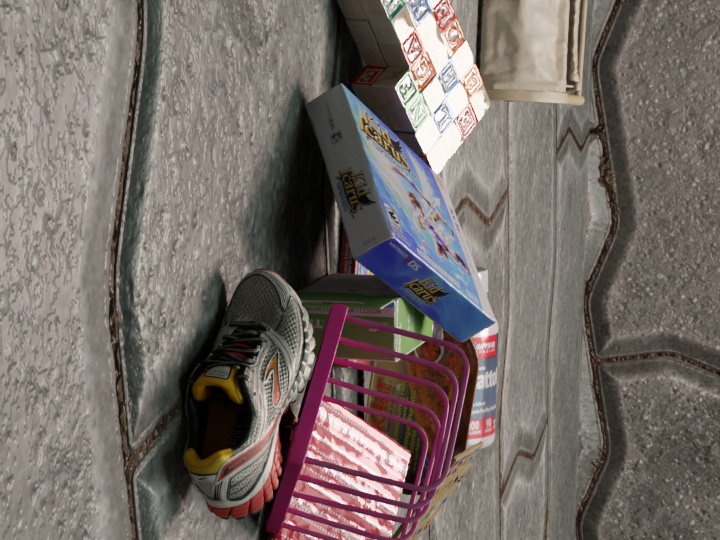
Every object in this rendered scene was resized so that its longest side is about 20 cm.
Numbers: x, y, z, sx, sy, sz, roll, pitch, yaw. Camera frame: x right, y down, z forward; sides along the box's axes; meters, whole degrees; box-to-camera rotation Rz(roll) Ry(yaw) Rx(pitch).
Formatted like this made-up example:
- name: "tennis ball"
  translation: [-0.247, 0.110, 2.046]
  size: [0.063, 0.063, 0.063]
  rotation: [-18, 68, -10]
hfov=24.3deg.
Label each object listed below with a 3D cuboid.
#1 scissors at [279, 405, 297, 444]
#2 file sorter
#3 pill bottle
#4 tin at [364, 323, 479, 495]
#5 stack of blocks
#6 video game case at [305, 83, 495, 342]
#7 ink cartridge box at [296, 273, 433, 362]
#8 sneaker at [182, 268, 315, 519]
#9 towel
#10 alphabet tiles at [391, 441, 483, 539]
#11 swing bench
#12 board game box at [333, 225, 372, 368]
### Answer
- name: "scissors"
  translation: [-0.060, 0.137, 1.510]
  size: [0.200, 0.014, 0.073]
  rotation: [14, 80, -75]
- name: "file sorter"
  translation: [0.006, 0.143, 1.394]
  size: [0.200, 0.125, 0.139]
  rotation: [108, -2, -64]
- name: "pill bottle"
  translation: [0.097, 0.096, 1.896]
  size: [0.120, 0.119, 0.200]
  rotation: [-23, 115, -74]
- name: "tin"
  translation: [0.062, 0.138, 1.768]
  size: [0.042, 0.112, 0.200]
  rotation: [-88, -173, -76]
- name: "stack of blocks"
  translation: [0.047, -0.205, 1.635]
  size: [0.115, 0.059, 0.200]
  rotation: [-51, 133, -30]
- name: "video game case"
  translation: [0.038, -0.051, 1.530]
  size: [0.200, 0.045, 0.181]
  rotation: [38, 26, -50]
- name: "ink cartridge box"
  translation: [-0.005, 0.046, 1.525]
  size: [0.200, 0.104, 0.059]
  rotation: [-26, 118, -73]
- name: "sneaker"
  translation: [-0.087, 0.084, 1.277]
  size: [0.082, 0.078, 0.200]
  rotation: [58, 33, -52]
- name: "towel"
  translation: [-0.025, 0.228, 1.519]
  size: [0.145, 0.022, 0.200]
  rotation: [37, 57, -37]
- name: "alphabet tiles"
  translation: [0.064, 0.247, 1.694]
  size: [0.167, 0.006, 0.200]
  rotation: [-55, 168, 10]
- name: "swing bench"
  translation: [0.244, -0.334, 2.338]
  size: [0.200, 0.129, 0.199]
  rotation: [-18, 111, -74]
- name: "board game box"
  translation: [0.000, 0.000, 1.700]
  size: [0.103, 0.019, 0.200]
  rotation: [18, 76, -76]
